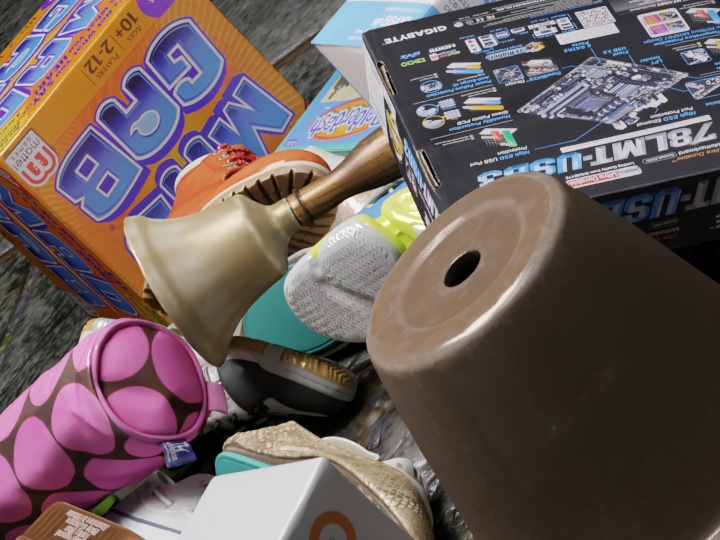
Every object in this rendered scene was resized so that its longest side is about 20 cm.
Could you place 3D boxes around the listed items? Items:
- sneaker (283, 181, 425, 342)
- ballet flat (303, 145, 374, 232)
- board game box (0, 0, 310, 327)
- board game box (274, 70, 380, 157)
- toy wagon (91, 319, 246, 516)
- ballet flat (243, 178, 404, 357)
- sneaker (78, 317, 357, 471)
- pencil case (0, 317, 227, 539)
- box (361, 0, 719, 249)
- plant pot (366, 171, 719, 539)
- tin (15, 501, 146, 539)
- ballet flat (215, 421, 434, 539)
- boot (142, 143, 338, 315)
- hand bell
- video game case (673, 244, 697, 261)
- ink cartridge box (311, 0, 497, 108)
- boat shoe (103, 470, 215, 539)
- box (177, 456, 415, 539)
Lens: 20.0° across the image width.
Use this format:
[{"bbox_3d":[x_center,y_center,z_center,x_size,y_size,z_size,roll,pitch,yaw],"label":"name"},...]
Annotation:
[{"bbox_3d":[0.049,-0.030,1.159,0.199,0.076,0.105,-24,22,30],"label":"sneaker"},{"bbox_3d":[-0.040,-0.048,1.416,0.199,0.068,0.068,-14,19,49],"label":"ballet flat"},{"bbox_3d":[-0.180,-0.095,1.567,0.200,0.200,0.199,-53,25,-16],"label":"board game box"},{"bbox_3d":[0.039,-0.146,1.482,0.201,0.045,0.152,-53,25,-18],"label":"board game box"},{"bbox_3d":[-0.146,0.105,1.394,0.201,0.040,0.155,-53,25,-15],"label":"toy wagon"},{"bbox_3d":[0.000,0.000,1.290,0.200,0.069,0.070,-41,20,46],"label":"ballet flat"},{"bbox_3d":[-0.092,0.085,1.281,0.198,0.075,0.089,4,79,30],"label":"sneaker"},{"bbox_3d":[-0.169,0.108,1.235,0.200,0.093,0.092,-35,58,44],"label":"pencil case"},{"bbox_3d":[0.117,-0.079,1.048,0.198,0.050,0.199,-14,38,-7],"label":"box"},{"bbox_3d":[0.096,0.056,0.910,0.200,0.175,0.201,-36,26,21],"label":"plant pot"},{"bbox_3d":[-0.127,0.186,1.148,0.042,0.112,0.199,-43,22,-20],"label":"tin"},{"bbox_3d":[-0.005,0.118,1.106,0.065,0.071,0.199,-24,25,-29],"label":"ballet flat"},{"bbox_3d":[-0.078,-0.051,1.352,0.200,0.075,0.108,-31,41,49],"label":"boot"},{"bbox_3d":[-0.030,-0.041,1.199,0.199,0.104,0.104,-33,25,6],"label":"hand bell"},{"bbox_3d":[0.140,-0.055,1.173,0.201,0.045,0.181,-55,24,-19],"label":"video game case"},{"bbox_3d":[0.094,-0.177,1.338,0.200,0.129,0.125,-51,25,-11],"label":"ink cartridge box"},{"bbox_3d":[-0.095,0.154,1.202,0.066,0.072,0.200,-56,17,-14],"label":"boat shoe"},{"bbox_3d":[-0.047,0.208,0.960,0.097,0.124,0.201,-15,37,49],"label":"box"}]
